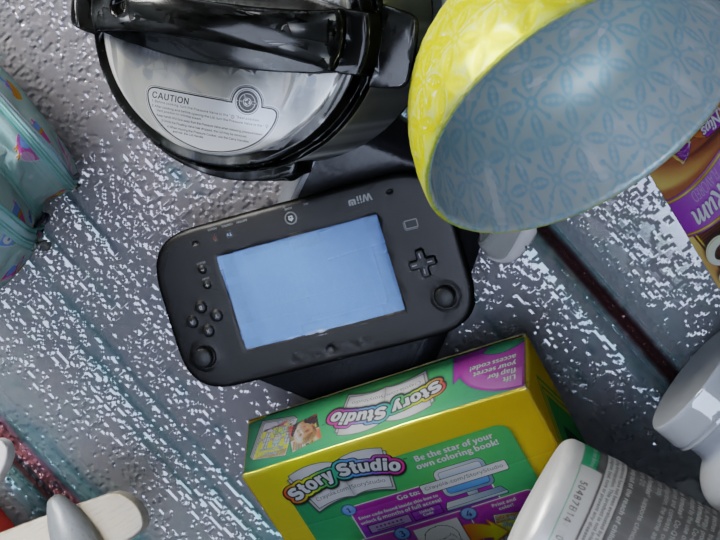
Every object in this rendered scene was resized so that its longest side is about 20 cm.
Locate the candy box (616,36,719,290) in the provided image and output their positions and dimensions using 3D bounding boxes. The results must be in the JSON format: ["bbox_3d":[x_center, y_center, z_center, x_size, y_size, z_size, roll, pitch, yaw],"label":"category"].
[{"bbox_3d":[0.240,-0.060,1.392,0.116,0.056,0.201,-29,96,42],"label":"candy box"}]

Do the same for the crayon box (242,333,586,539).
[{"bbox_3d":[0.050,0.145,1.522,0.199,0.058,0.173,-18,124,18],"label":"crayon box"}]

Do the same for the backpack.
[{"bbox_3d":[-0.268,-0.063,1.456,0.153,0.200,0.176,-40,97,7],"label":"backpack"}]

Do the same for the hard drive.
[{"bbox_3d":[0.000,0.000,1.508,0.134,0.042,0.201,22,114,3],"label":"hard drive"}]

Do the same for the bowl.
[{"bbox_3d":[0.102,-0.126,1.319,0.200,0.200,0.108,-44,57,23],"label":"bowl"}]

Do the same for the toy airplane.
[{"bbox_3d":[-0.251,0.218,1.596,0.198,0.141,0.201,17,114,6],"label":"toy airplane"}]

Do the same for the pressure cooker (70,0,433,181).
[{"bbox_3d":[-0.061,-0.145,1.361,0.175,0.200,0.179,-33,86,16],"label":"pressure cooker"}]

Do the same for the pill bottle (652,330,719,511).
[{"bbox_3d":[0.283,0.127,1.460,0.200,0.112,0.112,38,114,-4],"label":"pill bottle"}]

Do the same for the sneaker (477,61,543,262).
[{"bbox_3d":[0.086,-0.106,1.428,0.081,0.075,0.202,6,102,-4],"label":"sneaker"}]

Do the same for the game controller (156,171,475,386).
[{"bbox_3d":[-0.029,0.006,1.470,0.199,0.042,0.105,-15,108,17],"label":"game controller"}]

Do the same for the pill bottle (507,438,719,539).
[{"bbox_3d":[0.188,0.193,1.415,0.199,0.113,0.114,26,115,1],"label":"pill bottle"}]
